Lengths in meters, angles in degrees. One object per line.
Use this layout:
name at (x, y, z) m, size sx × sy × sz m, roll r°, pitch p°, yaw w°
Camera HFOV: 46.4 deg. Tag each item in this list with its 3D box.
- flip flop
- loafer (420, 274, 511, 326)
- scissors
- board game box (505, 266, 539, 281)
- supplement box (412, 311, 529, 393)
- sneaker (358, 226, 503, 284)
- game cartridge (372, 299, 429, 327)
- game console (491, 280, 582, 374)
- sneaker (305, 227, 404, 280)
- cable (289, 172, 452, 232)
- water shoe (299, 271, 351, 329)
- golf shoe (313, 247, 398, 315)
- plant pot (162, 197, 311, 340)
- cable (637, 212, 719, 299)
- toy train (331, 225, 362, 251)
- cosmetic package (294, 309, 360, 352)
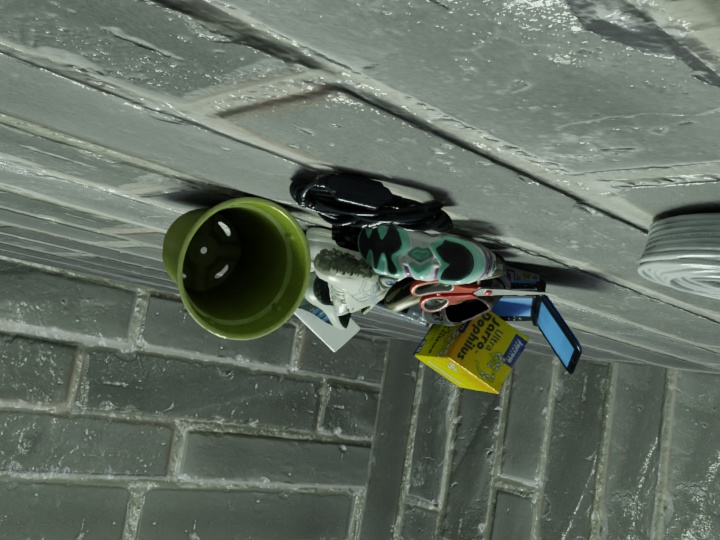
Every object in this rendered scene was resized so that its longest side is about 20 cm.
flip flop at (0.130, 0.025, 1.274) m, size 0.199 × 0.058 × 0.081 m, roll -24°, pitch -158°, yaw 21°
loafer at (0.153, 0.052, 1.336) m, size 0.072 × 0.063 × 0.200 m, roll 43°, pitch 145°, yaw -13°
scissors at (0.173, 0.027, 1.218) m, size 0.199 × 0.014 × 0.073 m, roll -7°, pitch 136°, yaw 11°
board game box at (0.182, 0.018, 1.414) m, size 0.199 × 0.034 × 0.134 m, roll 14°, pitch 159°, yaw -31°
supplement box at (0.188, 0.135, 1.470) m, size 0.109 × 0.109 × 0.200 m, roll 35°, pitch 168°, yaw -9°
sneaker at (0.105, -0.019, 1.185) m, size 0.199 × 0.078 × 0.140 m, roll 18°, pitch -171°, yaw 33°
game cartridge at (0.035, 0.055, 1.551) m, size 0.199 × 0.041 × 0.133 m, roll 20°, pitch 171°, yaw 8°
game console at (0.274, 0.100, 1.407) m, size 0.170 × 0.119 × 0.200 m, roll -1°, pitch 161°, yaw 9°
sneaker at (0.000, 0.000, 1.339) m, size 0.199 × 0.089 × 0.075 m, roll 16°, pitch 172°, yaw -5°
cable at (0.013, -0.069, 1.010) m, size 0.199 × 0.051 × 0.163 m, roll 10°, pitch 173°, yaw -11°
water shoe at (-0.071, 0.043, 1.431) m, size 0.078 × 0.072 × 0.200 m, roll 8°, pitch 160°, yaw 21°
golf shoe at (-0.014, 0.027, 1.217) m, size 0.078 × 0.098 × 0.200 m, roll 34°, pitch -170°, yaw 28°
plant pot at (-0.203, -0.016, 1.238) m, size 0.200 × 0.202 × 0.184 m, roll 14°, pitch -178°, yaw -33°
cable at (0.402, -0.013, 0.892) m, size 0.199 × 0.070 × 0.200 m, roll 11°, pitch 173°, yaw -6°
toy train at (0.035, -0.035, 1.254) m, size 0.199 × 0.046 × 0.034 m, roll 15°, pitch 170°, yaw -40°
cosmetic package at (-0.098, 0.050, 1.547) m, size 0.200 × 0.074 × 0.102 m, roll 48°, pitch 179°, yaw -22°
